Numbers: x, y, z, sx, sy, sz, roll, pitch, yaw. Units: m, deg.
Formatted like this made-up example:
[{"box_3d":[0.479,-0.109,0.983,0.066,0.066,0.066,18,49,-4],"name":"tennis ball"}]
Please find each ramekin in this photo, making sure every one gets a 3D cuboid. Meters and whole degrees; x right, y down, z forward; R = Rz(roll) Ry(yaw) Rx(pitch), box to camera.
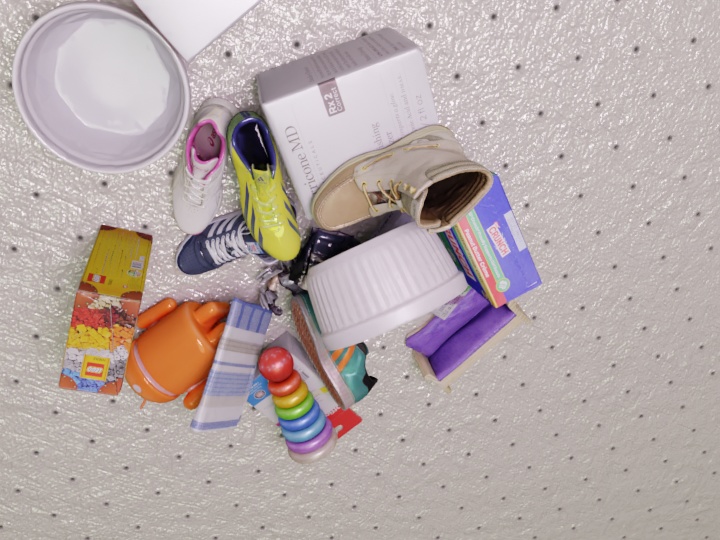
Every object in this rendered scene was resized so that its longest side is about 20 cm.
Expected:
[{"box_3d":[0.026,0.013,0.843,0.200,0.200,0.105,-24,91,1],"name":"ramekin"},{"box_3d":[-0.312,-0.232,0.810,0.200,0.105,0.200,-5,119,-10],"name":"ramekin"}]

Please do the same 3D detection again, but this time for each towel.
[{"box_3d":[-0.191,0.144,0.978,0.024,0.147,0.200,15,84,15],"name":"towel"}]

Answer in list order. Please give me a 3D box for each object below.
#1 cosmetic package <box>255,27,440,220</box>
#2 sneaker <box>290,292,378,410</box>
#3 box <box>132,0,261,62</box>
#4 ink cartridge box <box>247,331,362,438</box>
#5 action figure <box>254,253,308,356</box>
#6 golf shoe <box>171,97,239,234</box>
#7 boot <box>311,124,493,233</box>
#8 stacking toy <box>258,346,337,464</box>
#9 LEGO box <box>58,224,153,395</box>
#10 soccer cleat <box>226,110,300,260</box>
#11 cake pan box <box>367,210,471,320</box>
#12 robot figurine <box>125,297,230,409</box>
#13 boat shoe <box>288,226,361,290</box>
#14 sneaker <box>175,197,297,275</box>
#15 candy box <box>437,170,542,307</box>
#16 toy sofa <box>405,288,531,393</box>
[{"box_3d":[-0.014,-0.197,0.856,0.200,0.165,0.165,-21,120,0],"name":"cosmetic package"},{"box_3d":[-0.039,0.112,1.000,0.080,0.071,0.200,-32,110,-22],"name":"sneaker"},{"box_3d":[-0.201,-0.339,0.721,0.106,0.200,0.152,-37,118,9],"name":"box"},{"box_3d":[-0.101,0.213,1.113,0.116,0.067,0.200,-37,118,9],"name":"ink cartridge box"},{"box_3d":[-0.085,0.045,1.027,0.130,0.069,0.200,-21,118,3],"name":"action figure"},{"box_3d":[-0.221,-0.133,0.886,0.075,0.092,0.200,16,114,-7],"name":"golf shoe"},{"box_3d":[0.040,-0.085,0.744,0.200,0.155,0.072,-28,121,4],"name":"boot"},{"box_3d":[-0.105,0.205,1.031,0.085,0.085,0.200,-20,114,-1],"name":"stacking toy"},{"box_3d":[-0.346,0.048,0.897,0.077,0.200,0.149,13,113,-19],"name":"LEGO box"},{"box_3d":[-0.124,-0.103,0.833,0.065,0.084,0.200,-19,103,-13],"name":"soccer cleat"},{"box_3d":[0.116,-0.036,1.037,0.184,0.052,0.200,31,108,-22],"name":"cake pan box"},{"box_3d":[-0.278,0.127,1.000,0.200,0.117,0.144,-35,118,8],"name":"robot figurine"},{"box_3d":[0.000,0.000,0.971,0.200,0.075,0.093,16,97,-24],"name":"boat shoe"},{"box_3d":[-0.181,-0.036,0.939,0.200,0.109,0.070,-27,119,3],"name":"sneaker"},{"box_3d":[0.141,-0.065,0.880,0.077,0.200,0.169,-30,114,-5],"name":"candy box"},{"box_3d":[0.178,0.104,1.106,0.200,0.083,0.098,-43,119,12],"name":"toy sofa"}]
